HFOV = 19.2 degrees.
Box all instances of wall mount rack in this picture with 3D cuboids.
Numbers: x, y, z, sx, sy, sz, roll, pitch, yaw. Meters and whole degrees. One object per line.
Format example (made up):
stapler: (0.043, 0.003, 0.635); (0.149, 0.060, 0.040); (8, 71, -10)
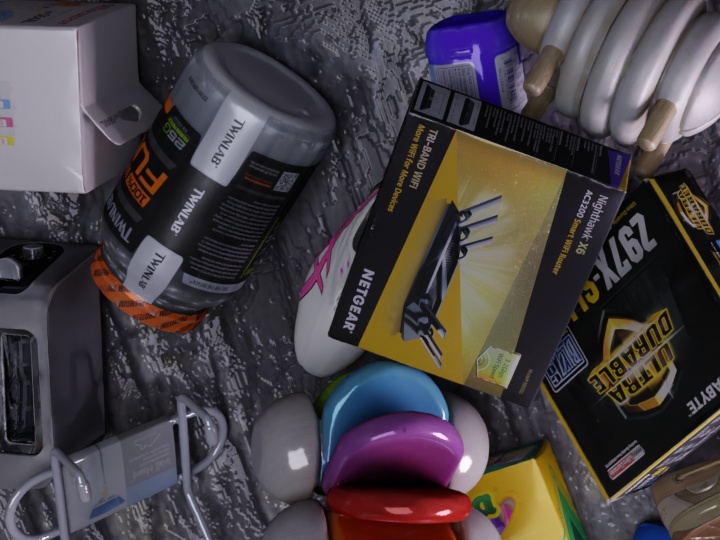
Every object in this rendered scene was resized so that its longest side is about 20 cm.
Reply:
wall mount rack: (-0.170, 0.194, 1.651); (0.074, 0.199, 0.175); (36, 139, 45)

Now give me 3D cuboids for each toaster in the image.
toaster: (-0.302, 0.076, 1.685); (0.180, 0.119, 0.201); (4, 107, 15)

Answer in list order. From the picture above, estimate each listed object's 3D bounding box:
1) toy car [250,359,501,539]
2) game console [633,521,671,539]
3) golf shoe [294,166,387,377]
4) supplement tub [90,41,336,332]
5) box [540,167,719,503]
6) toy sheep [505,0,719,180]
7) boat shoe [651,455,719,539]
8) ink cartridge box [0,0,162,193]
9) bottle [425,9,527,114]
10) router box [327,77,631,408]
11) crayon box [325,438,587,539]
toy car: (0.020, 0.154, 1.521); (0.174, 0.201, 0.150); (1, 153, -15)
game console: (0.314, 0.285, 1.627); (0.170, 0.118, 0.201); (-10, 106, -14)
golf shoe: (0.000, 0.000, 1.594); (0.072, 0.092, 0.201); (31, 113, 4)
supplement tub: (-0.115, -0.060, 1.591); (0.122, 0.123, 0.201); (34, 111, 4)
box: (0.202, 0.048, 1.505); (0.200, 0.049, 0.160); (-48, 63, 48)
toy sheep: (0.192, -0.144, 1.477); (0.199, 0.138, 0.138); (29, 111, 11)
boat shoe: (0.309, 0.138, 1.554); (0.199, 0.071, 0.065); (-24, 55, 2)
ink cartridge box: (-0.255, -0.134, 1.606); (0.199, 0.129, 0.126); (3, 106, 14)
bottle: (0.094, -0.085, 1.547); (0.065, 0.084, 0.201); (-6, 105, 17)
router box: (0.080, -0.016, 1.481); (0.156, 0.052, 0.201); (19, 125, -1)
crayon box: (0.082, 0.244, 1.658); (0.199, 0.058, 0.173); (-20, 99, 19)
